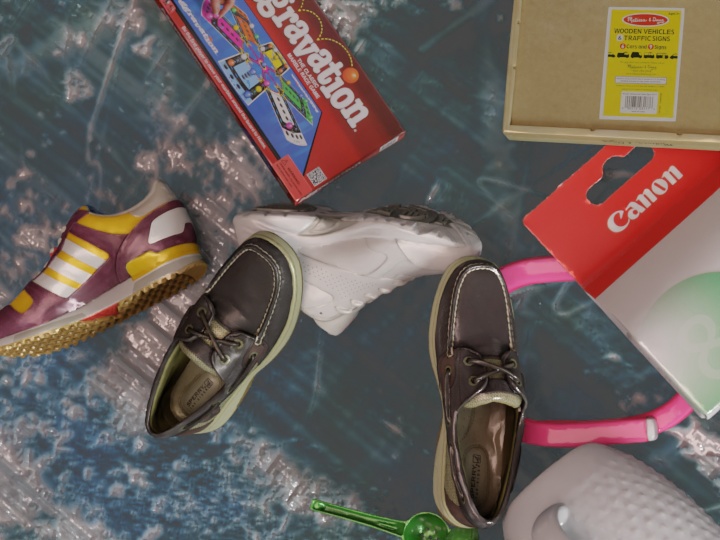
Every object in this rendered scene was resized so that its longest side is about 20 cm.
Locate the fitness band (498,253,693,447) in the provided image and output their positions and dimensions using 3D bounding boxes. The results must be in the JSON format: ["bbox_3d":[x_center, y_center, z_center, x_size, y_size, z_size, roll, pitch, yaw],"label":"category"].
[{"bbox_3d":[0.164,0.059,1.698,0.200,0.037,0.144,-4,92,16],"label":"fitness band"}]

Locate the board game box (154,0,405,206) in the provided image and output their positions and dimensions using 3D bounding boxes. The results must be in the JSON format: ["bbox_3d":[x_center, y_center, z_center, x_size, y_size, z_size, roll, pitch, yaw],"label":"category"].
[{"bbox_3d":[-0.063,-0.159,1.744,0.103,0.019,0.200,-33,82,-12],"label":"board game box"}]

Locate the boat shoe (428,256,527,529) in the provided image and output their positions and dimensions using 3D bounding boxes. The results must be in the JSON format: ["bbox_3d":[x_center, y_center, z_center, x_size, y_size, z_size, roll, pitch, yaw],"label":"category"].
[{"bbox_3d":[0.092,0.090,1.657,0.073,0.065,0.200,-2,91,-21],"label":"boat shoe"}]

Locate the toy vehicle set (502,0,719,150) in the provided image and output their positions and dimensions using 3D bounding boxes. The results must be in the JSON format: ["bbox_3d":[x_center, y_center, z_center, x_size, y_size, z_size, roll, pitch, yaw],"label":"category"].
[{"bbox_3d":[0.207,-0.153,1.663,0.200,0.027,0.124,4,81,17],"label":"toy vehicle set"}]

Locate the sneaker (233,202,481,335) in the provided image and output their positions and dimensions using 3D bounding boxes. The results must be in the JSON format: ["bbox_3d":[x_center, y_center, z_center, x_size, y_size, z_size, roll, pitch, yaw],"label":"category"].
[{"bbox_3d":[0.000,0.000,1.734,0.200,0.078,0.100,3,101,26],"label":"sneaker"}]

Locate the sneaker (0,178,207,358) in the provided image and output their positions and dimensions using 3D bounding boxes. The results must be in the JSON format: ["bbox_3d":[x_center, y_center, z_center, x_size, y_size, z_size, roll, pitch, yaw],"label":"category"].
[{"bbox_3d":[-0.221,0.001,1.803,0.200,0.075,0.090,-24,78,11],"label":"sneaker"}]

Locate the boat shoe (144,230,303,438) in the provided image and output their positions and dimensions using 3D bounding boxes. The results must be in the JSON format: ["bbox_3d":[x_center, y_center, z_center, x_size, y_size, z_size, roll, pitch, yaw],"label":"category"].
[{"bbox_3d":[-0.107,0.058,1.736,0.072,0.066,0.201,41,127,14],"label":"boat shoe"}]

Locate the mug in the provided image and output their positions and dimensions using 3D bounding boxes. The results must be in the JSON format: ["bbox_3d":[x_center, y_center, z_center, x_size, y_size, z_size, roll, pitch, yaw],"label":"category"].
[{"bbox_3d":[0.182,0.215,1.617,0.148,0.200,0.175,-44,72,12],"label":"mug"}]

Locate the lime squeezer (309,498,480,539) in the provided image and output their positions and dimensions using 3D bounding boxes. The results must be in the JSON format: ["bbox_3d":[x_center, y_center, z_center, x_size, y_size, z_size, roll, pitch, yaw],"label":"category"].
[{"bbox_3d":[0.057,0.197,1.713,0.200,0.071,0.038,10,65,44],"label":"lime squeezer"}]

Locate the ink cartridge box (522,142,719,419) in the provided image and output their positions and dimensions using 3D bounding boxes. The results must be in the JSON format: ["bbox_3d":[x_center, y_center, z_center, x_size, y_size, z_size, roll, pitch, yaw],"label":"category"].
[{"bbox_3d":[0.240,-0.018,1.642,0.161,0.050,0.200,-41,82,-3],"label":"ink cartridge box"}]
